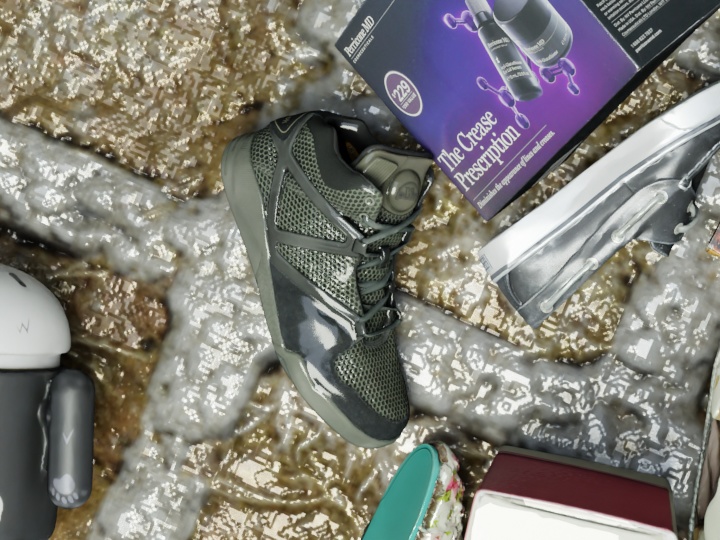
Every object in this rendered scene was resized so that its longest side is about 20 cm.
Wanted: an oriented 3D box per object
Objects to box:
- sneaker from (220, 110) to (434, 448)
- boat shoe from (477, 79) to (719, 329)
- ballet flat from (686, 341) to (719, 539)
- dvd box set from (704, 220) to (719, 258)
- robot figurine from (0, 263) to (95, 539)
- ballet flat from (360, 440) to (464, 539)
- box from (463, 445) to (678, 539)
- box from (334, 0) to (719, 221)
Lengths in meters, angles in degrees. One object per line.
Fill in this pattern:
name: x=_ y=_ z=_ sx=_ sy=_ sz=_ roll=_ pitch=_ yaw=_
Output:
sneaker: x=0.000 y=0.000 z=1.194 sx=0.114 sy=0.076 sz=0.201 roll=-22 pitch=85 yaw=36
boat shoe: x=0.163 y=-0.040 z=1.189 sx=0.199 sy=0.072 sz=0.068 roll=-36 pitch=85 yaw=9
ballet flat: x=0.223 y=0.097 z=1.169 sx=0.071 sy=0.072 sz=0.202 roll=7 pitch=102 yaw=7
dvd box set: x=0.319 y=-0.028 z=1.190 sx=0.199 sy=0.029 sz=0.147 roll=29 pitch=95 yaw=6
robot figurine: x=-0.233 y=0.095 z=1.218 sx=0.149 sy=0.125 sz=0.202 roll=5 pitch=92 yaw=-11
ballet flat: x=0.020 y=0.196 z=1.224 sx=0.064 sy=0.076 sz=0.201 roll=23 pitch=100 yaw=-25
box: x=0.109 y=0.178 z=1.136 sx=0.108 sy=0.200 sz=0.129 roll=12 pitch=93 yaw=7
box: x=0.085 y=-0.135 z=1.130 sx=0.079 sy=0.200 sz=0.141 roll=-36 pitch=84 yaw=-29
